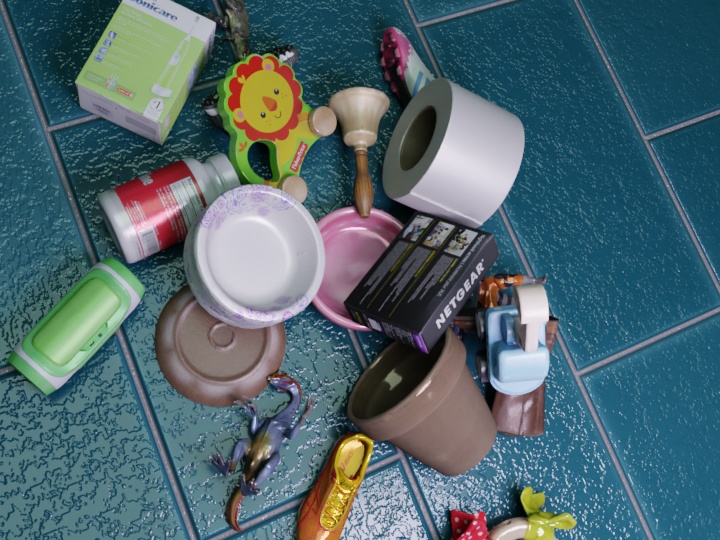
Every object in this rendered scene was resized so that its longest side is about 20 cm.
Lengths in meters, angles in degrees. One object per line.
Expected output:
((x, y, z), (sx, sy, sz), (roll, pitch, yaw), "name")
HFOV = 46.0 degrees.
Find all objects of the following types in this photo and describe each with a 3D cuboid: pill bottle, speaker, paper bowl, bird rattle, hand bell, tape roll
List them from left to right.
((-0.401, 0.077, 1.206), (0.088, 0.088, 0.200), (40, 69, 0), "speaker")
((-0.281, -0.100, 1.270), (0.199, 0.112, 0.113), (-26, 81, -19), "pill bottle")
((-0.159, -0.016, 1.235), (0.199, 0.104, 0.203), (8, 73, -27), "paper bowl")
((0.000, -0.178, 1.359), (0.103, 0.104, 0.202), (2, 71, -13), "hand bell")
((0.143, -0.181, 1.332), (0.138, 0.202, 0.205), (20, 70, -23), "tape roll")
((0.227, 0.418, 1.253), (0.198, 0.113, 0.165), (-21, 96, -15), "bird rattle")

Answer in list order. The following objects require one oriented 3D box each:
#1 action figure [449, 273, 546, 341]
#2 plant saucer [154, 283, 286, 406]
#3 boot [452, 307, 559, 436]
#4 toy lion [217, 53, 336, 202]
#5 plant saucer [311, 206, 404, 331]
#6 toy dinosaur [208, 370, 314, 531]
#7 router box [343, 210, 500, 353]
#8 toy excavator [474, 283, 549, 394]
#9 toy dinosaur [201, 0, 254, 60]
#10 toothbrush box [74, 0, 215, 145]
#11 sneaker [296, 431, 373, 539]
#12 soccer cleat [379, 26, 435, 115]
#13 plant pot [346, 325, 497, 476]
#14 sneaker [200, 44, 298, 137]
((0.182, 0.064, 1.363), (0.191, 0.105, 0.202), (17, 98, -1), "action figure")
((-0.208, 0.101, 1.271), (0.198, 0.037, 0.203), (4, 74, -13), "plant saucer")
((0.210, 0.163, 1.304), (0.184, 0.064, 0.202), (7, 100, -9), "boot")
((-0.144, -0.225, 1.318), (0.191, 0.068, 0.202), (30, 73, -31), "toy lion")
((0.000, 0.000, 1.338), (0.198, 0.051, 0.203), (4, 70, -11), "plant saucer")
((-0.145, 0.239, 1.238), (0.104, 0.201, 0.182), (30, 34, 9), "toy dinosaur")
((0.091, 0.012, 1.256), (0.148, 0.051, 0.200), (21, 61, 38), "router box")
((0.220, 0.093, 1.153), (0.099, 0.200, 0.197), (-5, 106, -2), "toy excavator")
((-0.220, -0.436, 1.417), (0.087, 0.047, 0.202), (6, 73, -29), "toy dinosaur")
((-0.335, -0.325, 1.337), (0.144, 0.086, 0.202), (24, 71, -5), "toothbrush box")
((-0.040, 0.325, 1.225), (0.072, 0.077, 0.202), (22, 72, -8), "sneaker")
((0.096, -0.322, 1.454), (0.086, 0.070, 0.202), (-14, 83, -27), "soccer cleat")
((0.105, 0.206, 1.249), (0.175, 0.200, 0.200), (48, 69, -16), "plant pot")
((-0.166, -0.287, 1.374), (0.200, 0.066, 0.091), (-46, 129, -27), "sneaker")
